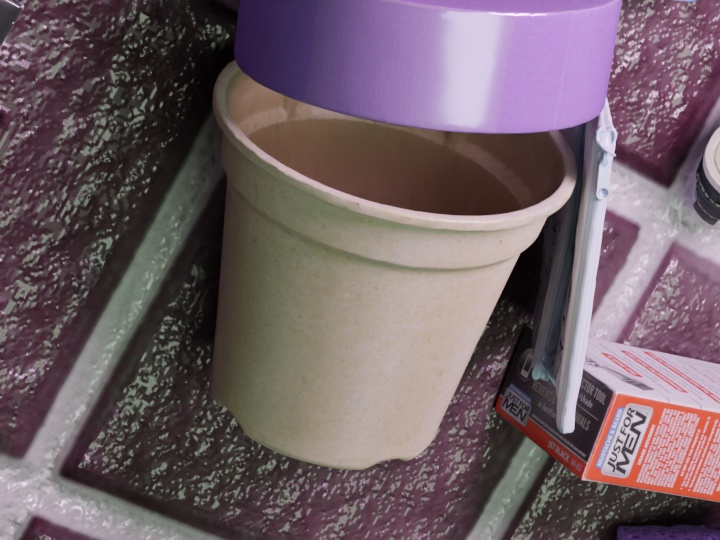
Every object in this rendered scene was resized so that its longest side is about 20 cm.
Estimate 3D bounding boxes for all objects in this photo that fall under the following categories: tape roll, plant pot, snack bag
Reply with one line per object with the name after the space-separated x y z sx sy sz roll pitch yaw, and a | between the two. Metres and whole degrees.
0.035 -0.132 1.369 0.200 0.200 0.066 -2 111 -28 | tape roll
0.000 0.000 1.428 0.200 0.200 0.184 -2 123 -27 | plant pot
0.118 -0.021 1.473 0.021 0.200 0.189 6 111 -1 | snack bag

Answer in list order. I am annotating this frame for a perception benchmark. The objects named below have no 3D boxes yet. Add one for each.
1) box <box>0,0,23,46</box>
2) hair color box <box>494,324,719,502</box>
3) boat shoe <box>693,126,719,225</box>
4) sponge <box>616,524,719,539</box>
-0.283 -0.088 1.249 0.124 0.149 0.200 28 96 -35 | box
0.198 0.095 1.606 0.200 0.111 0.064 13 104 -31 | hair color box
0.286 -0.097 1.611 0.200 0.072 0.068 -36 159 -19 | boat shoe
0.266 0.219 1.690 0.200 0.030 0.112 -1 114 3 | sponge
